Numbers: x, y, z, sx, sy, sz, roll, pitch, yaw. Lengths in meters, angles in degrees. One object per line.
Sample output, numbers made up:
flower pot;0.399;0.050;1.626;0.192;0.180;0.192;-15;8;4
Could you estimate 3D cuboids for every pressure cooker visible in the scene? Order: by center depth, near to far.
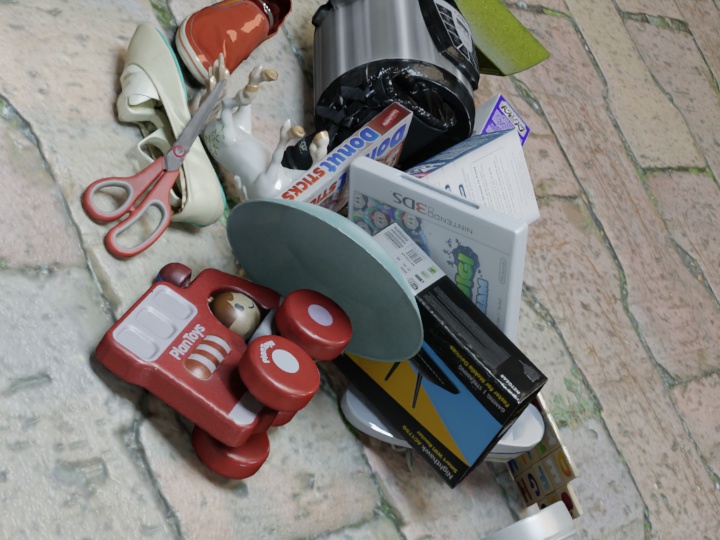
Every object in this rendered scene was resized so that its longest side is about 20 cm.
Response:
pressure cooker;0.032;-0.219;1.733;0.177;0.176;0.201;7;48;-11

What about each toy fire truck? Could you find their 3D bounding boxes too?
toy fire truck;-0.114;0.062;1.357;0.168;0.112;0.200;36;32;-1

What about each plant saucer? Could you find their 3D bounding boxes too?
plant saucer;-0.023;-0.001;1.388;0.201;0.201;0.039;46;63;-19
plant saucer;0.089;-0.283;1.875;0.199;0.199;0.048;35;74;-49

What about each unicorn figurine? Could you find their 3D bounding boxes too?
unicorn figurine;-0.096;-0.096;1.508;0.074;0.138;0.201;6;43;-41

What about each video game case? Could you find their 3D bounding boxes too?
video game case;0.063;0.014;1.472;0.181;0.201;0.024;24;39;29

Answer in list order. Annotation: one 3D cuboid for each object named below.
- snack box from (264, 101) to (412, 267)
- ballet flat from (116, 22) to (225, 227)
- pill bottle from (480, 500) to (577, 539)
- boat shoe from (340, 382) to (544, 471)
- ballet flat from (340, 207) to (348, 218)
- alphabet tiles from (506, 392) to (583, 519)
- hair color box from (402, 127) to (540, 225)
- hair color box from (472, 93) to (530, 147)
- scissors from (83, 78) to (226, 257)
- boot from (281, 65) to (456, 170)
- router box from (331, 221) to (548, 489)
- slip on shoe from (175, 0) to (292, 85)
snack box;-0.023;-0.082;1.500;0.024;0.072;0.200;34;48;17
ballet flat;-0.182;-0.131;1.463;0.069;0.069;0.201;-7;70;-57
pill bottle;0.194;0.330;1.542;0.113;0.113;0.201;-10;71;-57
boat shoe;0.070;0.152;1.564;0.201;0.086;0.075;7;57;-18
ballet flat;0.051;-0.041;1.656;0.199;0.068;0.047;2;47;-30
alphabet tiles;0.164;0.163;1.630;0.006;0.166;0.201;-21;78;-18
hair color box;0.090;-0.062;1.594;0.200;0.060;0.101;-29;107;-45
hair color box;0.114;-0.110;1.816;0.065;0.109;0.200;49;32;-11
scissors;-0.162;-0.090;1.420;0.073;0.014;0.200;47;57;-3
boot;0.028;-0.118;1.645;0.198;0.162;0.074;27;36;-42
router box;0.057;0.078;1.457;0.200;0.149;0.051;46;48;14
slip on shoe;-0.127;-0.245;1.637;0.074;0.061;0.200;55;32;-9
